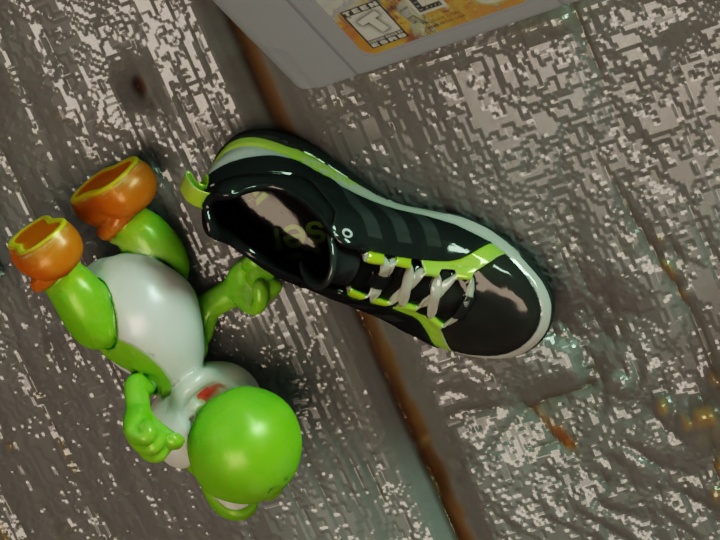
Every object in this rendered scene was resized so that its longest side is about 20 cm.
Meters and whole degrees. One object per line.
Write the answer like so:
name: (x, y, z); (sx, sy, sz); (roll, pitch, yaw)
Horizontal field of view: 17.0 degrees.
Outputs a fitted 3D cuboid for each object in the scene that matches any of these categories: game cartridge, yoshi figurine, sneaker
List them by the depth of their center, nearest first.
game cartridge: (0.015, -0.157, 1.127); (0.199, 0.042, 0.133); (-16, 144, 30)
sneaker: (0.000, 0.000, 1.220); (0.199, 0.083, 0.072); (25, 118, 3)
yoshi figurine: (-0.091, 0.046, 1.254); (0.112, 0.112, 0.200); (-27, 108, 17)

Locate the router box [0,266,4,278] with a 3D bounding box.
router box: (-0.303, -0.051, 1.288); (0.149, 0.062, 0.201); (-18, 108, 20)
